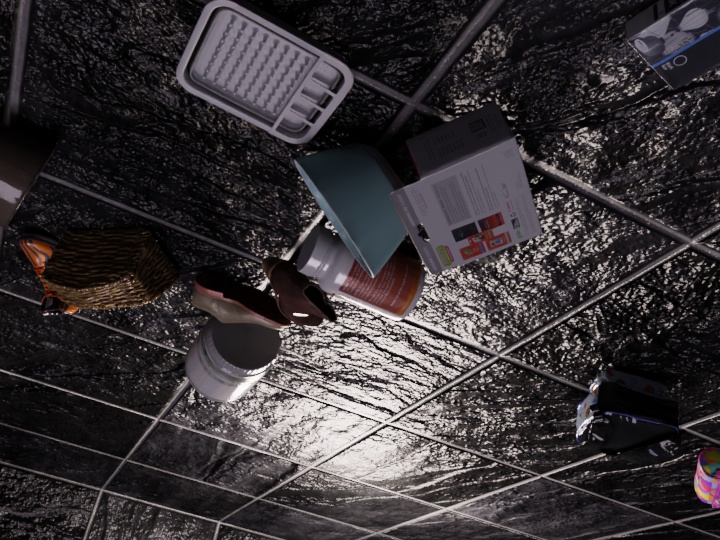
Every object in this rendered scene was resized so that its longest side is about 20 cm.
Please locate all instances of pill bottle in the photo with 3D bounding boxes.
[{"bbox_3d":[0.000,0.000,1.228,0.200,0.112,0.112,24,144,-19],"label":"pill bottle"}]

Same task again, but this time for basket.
[{"bbox_3d":[-0.601,-0.177,1.117,0.200,0.136,0.180,31,138,-23],"label":"basket"},{"bbox_3d":[-0.461,0.020,1.355,0.200,0.143,0.149,0,145,15],"label":"basket"}]

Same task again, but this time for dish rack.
[{"bbox_3d":[-0.121,-0.259,0.937,0.200,0.044,0.172,24,145,-20],"label":"dish rack"}]

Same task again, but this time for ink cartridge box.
[{"bbox_3d":[0.396,-0.279,0.771,0.099,0.039,0.200,31,141,-27],"label":"ink cartridge box"},{"bbox_3d":[0.140,-0.105,1.010,0.175,0.084,0.200,-22,139,8],"label":"ink cartridge box"}]

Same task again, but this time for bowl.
[{"bbox_3d":[0.003,-0.100,1.036,0.105,0.201,0.201,-33,139,-3],"label":"bowl"}]

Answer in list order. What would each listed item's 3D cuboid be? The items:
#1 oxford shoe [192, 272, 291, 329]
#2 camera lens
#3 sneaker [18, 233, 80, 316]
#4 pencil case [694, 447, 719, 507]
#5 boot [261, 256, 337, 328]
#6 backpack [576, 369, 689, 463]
[{"bbox_3d":[-0.232,0.074,1.417,0.200,0.070,0.075,25,121,1],"label":"oxford shoe"},{"bbox_3d":[-0.268,0.174,1.516,0.160,0.160,0.200,22,145,-17],"label":"camera lens"},{"bbox_3d":[-0.599,0.020,1.421,0.077,0.112,0.200,-5,144,22],"label":"sneaker"},{"bbox_3d":[0.859,0.502,1.769,0.088,0.089,0.200,-4,143,21],"label":"pencil case"},{"bbox_3d":[-0.094,0.065,1.323,0.166,0.072,0.200,31,162,48],"label":"boot"},{"bbox_3d":[0.535,0.304,1.502,0.200,0.154,0.191,20,140,0],"label":"backpack"}]
